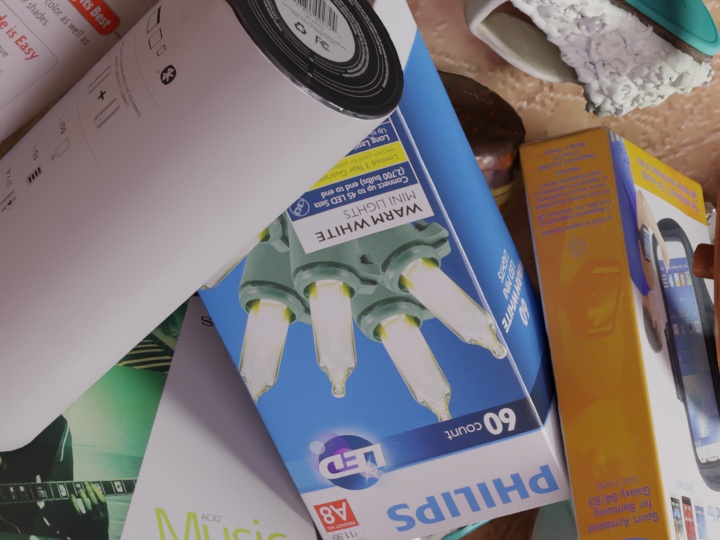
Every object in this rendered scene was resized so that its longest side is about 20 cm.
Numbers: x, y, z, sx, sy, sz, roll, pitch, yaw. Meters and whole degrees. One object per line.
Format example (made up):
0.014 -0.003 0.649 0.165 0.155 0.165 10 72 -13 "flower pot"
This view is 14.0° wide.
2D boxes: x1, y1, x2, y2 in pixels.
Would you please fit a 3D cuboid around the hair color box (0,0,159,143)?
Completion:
-0.123 -0.116 0.971 0.200 0.064 0.111 -36 134 6 "hair color box"

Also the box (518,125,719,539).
0.111 0.054 1.107 0.041 0.201 0.119 -15 165 21 "box"

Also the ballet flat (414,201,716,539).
0.081 0.038 1.207 0.200 0.072 0.072 -34 134 -3 "ballet flat"

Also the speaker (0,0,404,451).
-0.080 -0.024 0.985 0.081 0.081 0.200 23 128 -38 "speaker"

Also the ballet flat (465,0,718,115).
0.057 -0.110 1.054 0.072 0.072 0.200 -43 134 11 "ballet flat"

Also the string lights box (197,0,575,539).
0.000 0.000 1.065 0.103 0.059 0.200 -17 115 20 "string lights box"

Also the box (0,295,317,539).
-0.083 0.093 1.068 0.144 0.200 0.036 10 140 -33 "box"

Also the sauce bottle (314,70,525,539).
0.009 0.019 1.148 0.066 0.066 0.200 -1 129 -26 "sauce bottle"

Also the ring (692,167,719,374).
0.159 -0.037 1.121 0.019 0.201 0.201 7 137 22 "ring"

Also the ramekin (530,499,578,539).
0.160 0.142 1.239 0.200 0.200 0.105 -9 119 -20 "ramekin"
